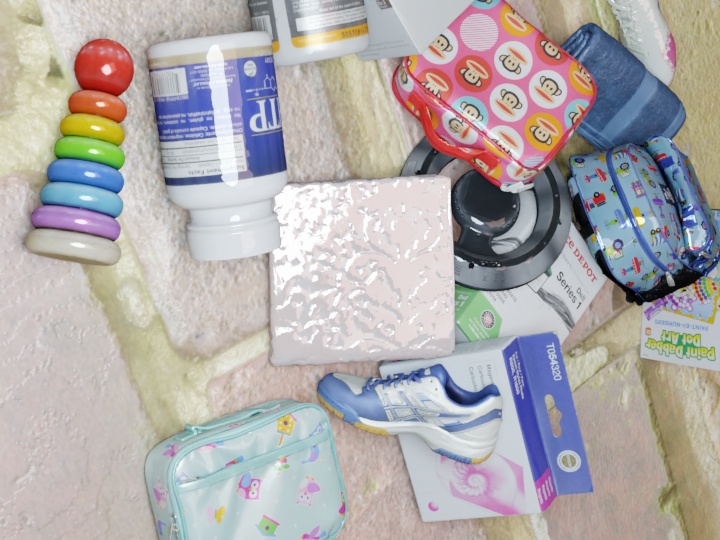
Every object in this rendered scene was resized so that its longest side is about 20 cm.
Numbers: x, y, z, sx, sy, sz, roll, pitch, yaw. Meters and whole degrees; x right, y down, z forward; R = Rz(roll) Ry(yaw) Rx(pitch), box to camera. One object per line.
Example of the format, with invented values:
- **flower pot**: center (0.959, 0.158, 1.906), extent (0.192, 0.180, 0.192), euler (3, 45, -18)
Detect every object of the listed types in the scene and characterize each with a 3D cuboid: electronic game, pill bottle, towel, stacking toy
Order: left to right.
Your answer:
- **stacking toy**: center (-0.244, -0.110, 1.089), extent (0.085, 0.085, 0.203), euler (11, 83, -36)
- **pill bottle**: center (-0.130, -0.117, 1.141), extent (0.118, 0.119, 0.203), euler (-14, 103, -34)
- **pill bottle**: center (-0.060, -0.305, 1.175), extent (0.115, 0.116, 0.203), euler (-17, 105, -33)
- **towel**: center (0.000, 0.000, 1.259), extent (0.197, 0.032, 0.194), euler (-3, 96, -10)
- **electronic game**: center (0.137, -0.074, 1.334), extent (0.197, 0.042, 0.203), euler (4, 69, -9)
- **towel**: center (0.305, -0.204, 1.463), extent (0.199, 0.049, 0.112), euler (32, 109, -32)

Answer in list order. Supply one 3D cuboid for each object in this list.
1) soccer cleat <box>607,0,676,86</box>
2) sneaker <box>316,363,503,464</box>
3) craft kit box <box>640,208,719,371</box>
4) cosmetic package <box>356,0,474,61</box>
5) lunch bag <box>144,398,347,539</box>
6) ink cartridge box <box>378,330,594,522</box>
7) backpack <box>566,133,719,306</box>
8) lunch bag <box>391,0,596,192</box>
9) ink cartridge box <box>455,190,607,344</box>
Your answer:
- **soccer cleat**: center (0.332, -0.316, 1.482), extent (0.086, 0.069, 0.203), euler (-19, 97, -50)
- **sneaker**: center (0.055, 0.130, 1.277), extent (0.197, 0.075, 0.089), euler (16, 110, 0)
- **craft kit box**: center (0.440, 0.023, 1.517), extent (0.048, 0.199, 0.201), euler (-4, 96, -34)
- **cosmetic package**: center (0.072, -0.313, 1.274), extent (0.200, 0.112, 0.081), euler (-48, 118, -21)
- **lunch bag**: center (-0.113, 0.218, 1.210), extent (0.198, 0.077, 0.163), euler (-18, 105, -33)
- **ink cartridge box**: center (0.137, 0.174, 1.325), extent (0.043, 0.197, 0.199), euler (-47, 124, -62)
- **backpack**: center (0.321, -0.068, 1.396), extent (0.199, 0.133, 0.185), euler (19, 51, -61)
- **lunch bag**: center (0.137, -0.188, 1.306), extent (0.199, 0.082, 0.177), euler (41, 67, 2)
- **ink cartridge box**: center (0.177, 0.026, 1.397), extent (0.201, 0.084, 0.146), euler (-51, 120, -20)
